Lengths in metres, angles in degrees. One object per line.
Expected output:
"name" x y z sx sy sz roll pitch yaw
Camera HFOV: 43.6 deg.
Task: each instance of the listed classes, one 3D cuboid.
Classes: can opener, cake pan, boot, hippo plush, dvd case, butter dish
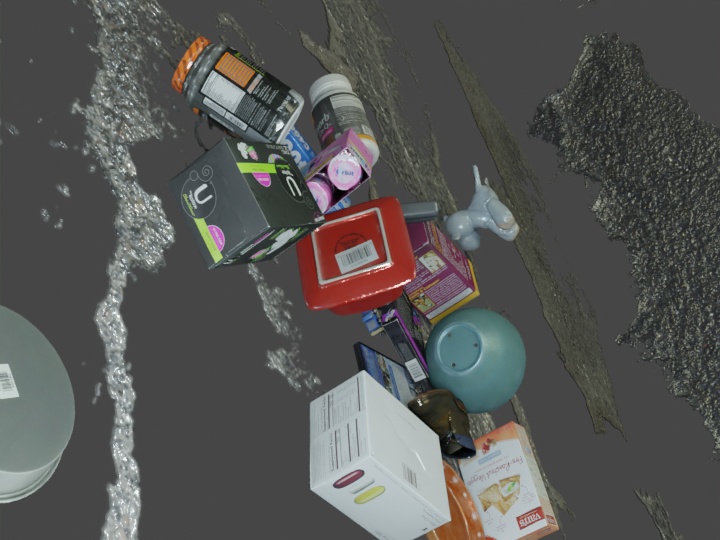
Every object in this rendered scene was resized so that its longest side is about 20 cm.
"can opener" 0.060 -0.092 1.777 0.053 0.195 0.068 112 -30 -74
"cake pan" -0.345 0.113 0.836 0.200 0.036 0.202 46 25 -29
"boot" 0.153 0.274 1.590 0.199 0.074 0.098 27 35 -56
"hippo plush" 0.305 -0.122 2.323 0.201 0.160 0.160 50 7 -37
"dvd case" 0.063 0.219 1.589 0.199 0.017 0.145 33 34 -47
"butter dish" 0.000 0.000 1.561 0.149 0.196 0.202 68 7 -50

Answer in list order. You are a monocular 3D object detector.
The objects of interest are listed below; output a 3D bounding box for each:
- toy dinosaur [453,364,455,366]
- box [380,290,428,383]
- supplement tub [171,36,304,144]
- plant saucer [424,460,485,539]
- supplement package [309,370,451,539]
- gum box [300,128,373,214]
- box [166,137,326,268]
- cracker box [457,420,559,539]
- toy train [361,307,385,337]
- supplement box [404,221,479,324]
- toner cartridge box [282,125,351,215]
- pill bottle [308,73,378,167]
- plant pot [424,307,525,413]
"toy dinosaur" 0.226 0.215 1.914 0.106 0.061 0.199 43 7 29
"box" 0.078 0.096 1.695 0.201 0.035 0.144 -91 155 -59
"supplement tub" -0.200 -0.283 1.465 0.198 0.123 0.123 34 26 -4
"plant saucer" 0.146 0.414 1.509 0.200 0.032 0.202 45 26 -30
"supplement package" 0.027 0.280 1.318 0.200 0.110 0.158 43 27 -33
"gum box" -0.074 -0.139 1.515 0.066 0.199 0.114 47 19 -17
"box" -0.168 -0.102 1.361 0.151 0.123 0.199 61 21 7
"cracker box" 0.264 0.399 1.643 0.057 0.133 0.203 30 36 -48
"toy train" -0.004 0.030 1.659 0.046 0.034 0.203 -4 66 -63
"supplement box" 0.139 -0.003 1.880 0.200 0.130 0.104 43 26 -36
"toner cartridge box" -0.113 -0.168 1.596 0.201 0.094 0.043 51 24 -17
"pill bottle" -0.040 -0.306 1.892 0.116 0.115 0.203 25 39 -53
"plant pot" 0.202 0.159 1.691 0.135 0.197 0.203 34 31 -64
